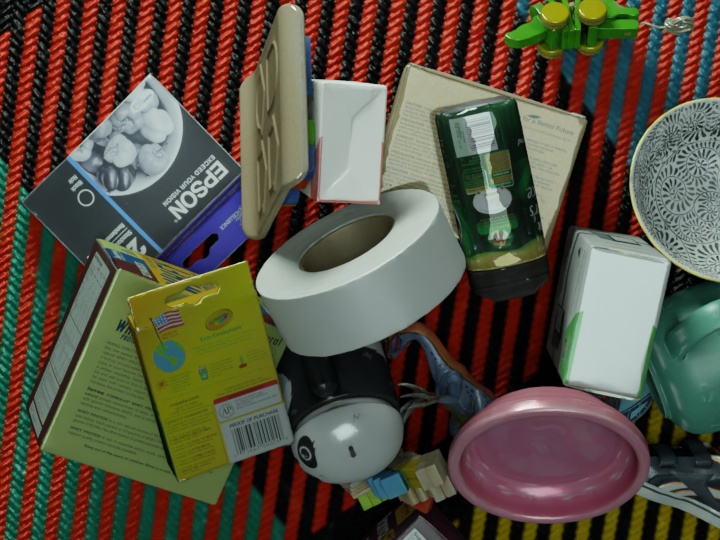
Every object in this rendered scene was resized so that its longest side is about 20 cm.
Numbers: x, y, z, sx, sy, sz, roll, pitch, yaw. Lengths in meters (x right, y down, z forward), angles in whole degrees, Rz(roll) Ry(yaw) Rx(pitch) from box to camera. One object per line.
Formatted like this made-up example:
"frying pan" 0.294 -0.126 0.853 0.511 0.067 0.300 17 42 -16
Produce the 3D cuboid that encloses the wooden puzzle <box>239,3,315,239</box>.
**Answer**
"wooden puzzle" -0.078 -0.144 1.539 0.046 0.200 0.186 2 74 -17

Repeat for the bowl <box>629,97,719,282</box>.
"bowl" 0.370 -0.072 1.616 0.200 0.094 0.201 1 75 -5

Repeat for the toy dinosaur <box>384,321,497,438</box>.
"toy dinosaur" 0.102 0.135 1.680 0.200 0.105 0.182 -13 87 -34

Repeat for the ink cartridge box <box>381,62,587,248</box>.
"ink cartridge box" 0.119 -0.113 1.627 0.200 0.075 0.165 17 96 -3

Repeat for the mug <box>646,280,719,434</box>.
"mug" 0.352 0.083 1.612 0.114 0.152 0.185 -22 122 3

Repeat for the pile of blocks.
"pile of blocks" 0.036 0.232 1.620 0.082 0.200 0.062 -30 98 -23

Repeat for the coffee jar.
"coffee jar" 0.134 -0.071 1.544 0.085 0.104 0.200 -11 99 4

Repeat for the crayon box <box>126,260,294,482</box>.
"crayon box" -0.149 0.093 1.510 0.127 0.051 0.200 -17 111 -14

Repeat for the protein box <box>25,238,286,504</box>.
"protein box" -0.212 0.103 1.593 0.198 0.135 0.200 21 97 -23

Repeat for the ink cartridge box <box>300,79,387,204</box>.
"ink cartridge box" -0.027 -0.134 1.555 0.067 0.200 0.117 2 97 -11

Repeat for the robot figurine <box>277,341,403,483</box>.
"robot figurine" -0.029 0.126 1.606 0.150 0.200 0.125 15 135 -38

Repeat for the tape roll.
"tape roll" 0.000 0.000 1.517 0.202 0.202 0.071 -27 111 2

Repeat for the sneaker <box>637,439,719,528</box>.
"sneaker" 0.349 0.218 1.676 0.200 0.078 0.079 23 101 -15

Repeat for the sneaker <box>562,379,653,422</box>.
"sneaker" 0.241 0.154 1.633 0.200 0.096 0.079 -15 93 -25

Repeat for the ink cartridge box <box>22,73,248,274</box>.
"ink cartridge box" -0.223 -0.071 1.643 0.198 0.043 0.200 -44 98 5

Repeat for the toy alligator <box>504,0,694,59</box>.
"toy alligator" 0.249 -0.267 1.623 0.200 0.059 0.054 -6 57 0

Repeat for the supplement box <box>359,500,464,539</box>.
"supplement box" 0.020 0.345 1.668 0.200 0.110 0.086 -45 97 4

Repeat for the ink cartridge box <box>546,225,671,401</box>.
"ink cartridge box" 0.252 0.039 1.589 0.084 0.200 0.146 10 97 0

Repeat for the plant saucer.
"plant saucer" 0.188 0.181 1.540 0.200 0.051 0.201 3 138 3
